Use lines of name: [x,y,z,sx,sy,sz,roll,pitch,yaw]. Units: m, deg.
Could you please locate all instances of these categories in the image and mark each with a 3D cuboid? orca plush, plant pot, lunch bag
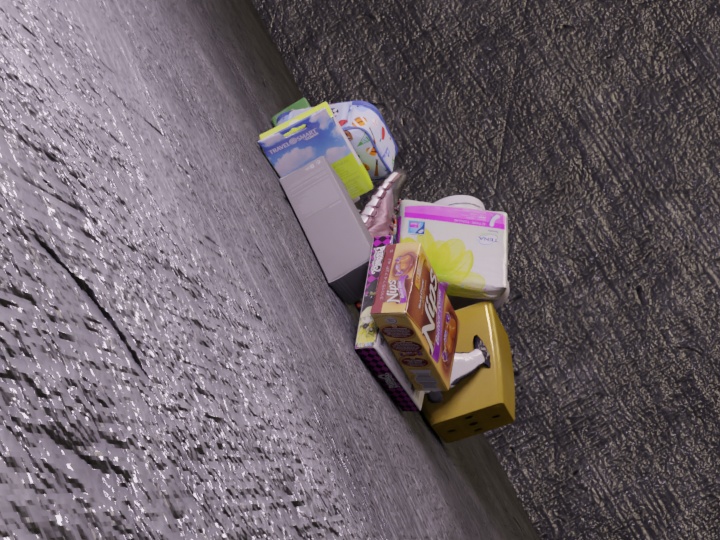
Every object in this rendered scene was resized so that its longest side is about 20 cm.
orca plush: [0.124,0.153,1.685,0.071,0.199,0.106,4,-64,51]
plant pot: [0.180,0.197,1.818,0.200,0.199,0.177,54,20,-61]
lunch bag: [-0.045,-0.204,1.688,0.160,0.199,0.076,54,40,-50]

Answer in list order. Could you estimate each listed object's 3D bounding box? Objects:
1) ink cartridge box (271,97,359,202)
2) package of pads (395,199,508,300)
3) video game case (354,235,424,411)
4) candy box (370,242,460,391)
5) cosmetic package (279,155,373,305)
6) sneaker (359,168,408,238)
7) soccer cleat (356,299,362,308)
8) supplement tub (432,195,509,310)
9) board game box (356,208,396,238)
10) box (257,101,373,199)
ink cartridge box: [-0.086,-0.214,1.919,0.146,0.084,0.200,57,6,-36]
package of pads: [0.159,-0.033,1.762,0.068,0.199,0.155,105,-9,-66]
video game case: [0.054,0.079,1.451,0.200,0.036,0.182,55,37,-51]
candy box: [0.080,0.068,1.398,0.200,0.056,0.117,58,37,-46]
cosmetic package: [-0.036,-0.060,1.522,0.201,0.090,0.107,67,7,29]
sneaker: [0.047,-0.062,1.644,0.115,0.200,0.076,35,-15,4]
soccer cleat: [0.052,0.080,1.681,0.201,0.077,0.069,60,4,-18]
supplement tub: [0.193,-0.026,1.896,0.145,0.144,0.201,55,22,-53]
board game box: [0.031,-0.060,1.843,0.199,0.035,0.136,12,28,-24]
box: [-0.072,-0.176,1.583,0.200,0.121,0.048,57,10,-48]
